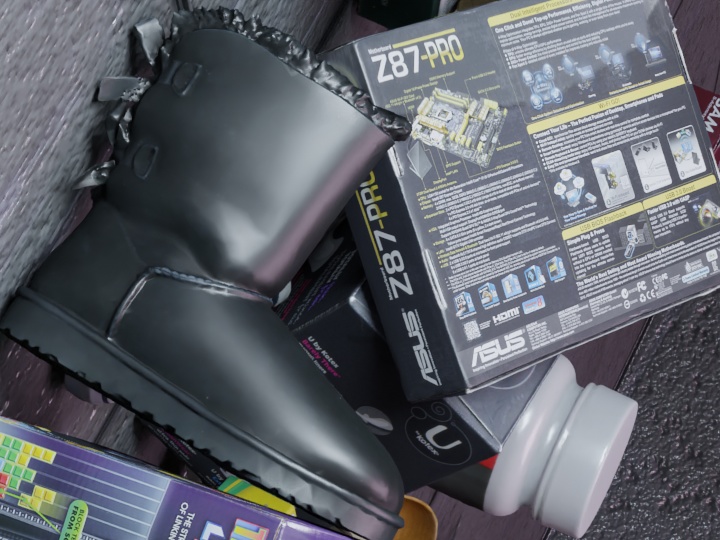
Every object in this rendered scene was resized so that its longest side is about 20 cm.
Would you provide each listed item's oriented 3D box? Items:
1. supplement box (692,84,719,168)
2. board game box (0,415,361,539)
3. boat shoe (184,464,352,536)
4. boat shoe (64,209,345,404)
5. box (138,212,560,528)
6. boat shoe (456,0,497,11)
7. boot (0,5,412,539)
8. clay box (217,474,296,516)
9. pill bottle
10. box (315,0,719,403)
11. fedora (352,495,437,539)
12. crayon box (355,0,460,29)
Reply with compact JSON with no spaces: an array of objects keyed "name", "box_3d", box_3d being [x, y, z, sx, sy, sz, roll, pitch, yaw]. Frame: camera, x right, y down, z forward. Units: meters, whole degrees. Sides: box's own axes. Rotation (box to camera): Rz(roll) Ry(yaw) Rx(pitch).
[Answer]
[{"name":"supplement box","box_3d":[0.112,-0.081,1.344,0.061,0.200,0.109,-56,164,-40]},{"name":"board game box","box_3d":[-0.078,0.110,0.926,0.200,0.165,0.057,35,72,-69]},{"name":"boat shoe","box_3d":[-0.027,0.161,1.235,0.060,0.202,0.072,-34,171,25]},{"name":"boat shoe","box_3d":[-0.064,-0.004,1.069,0.200,0.067,0.074,-55,163,-41]},{"name":"box","box_3d":[0.002,0.042,1.123,0.200,0.106,0.122,-30,-161,51]},{"name":"boat shoe","box_3d":[0.080,-0.068,1.179,0.068,0.072,0.200,-60,-149,37]},{"name":"boot","box_3d":[-0.035,-0.002,0.922,0.163,0.198,0.073,-58,169,-7]},{"name":"clay box","box_3d":[-0.102,0.208,1.110,0.200,0.048,0.115,-43,142,-33]},{"name":"pill bottle","box_3d":[0.068,0.088,1.465,0.114,0.200,0.114,-60,165,-27]},{"name":"box","box_3d":[0.080,-0.045,1.041,0.200,0.049,0.161,-21,95,-39]},{"name":"fedora","box_3d":[-0.030,0.216,1.361,0.200,0.082,0.201,-23,148,-15]},{"name":"crayon box","box_3d":[0.066,-0.233,1.228,0.200,0.051,0.127,-56,164,-36]}]
